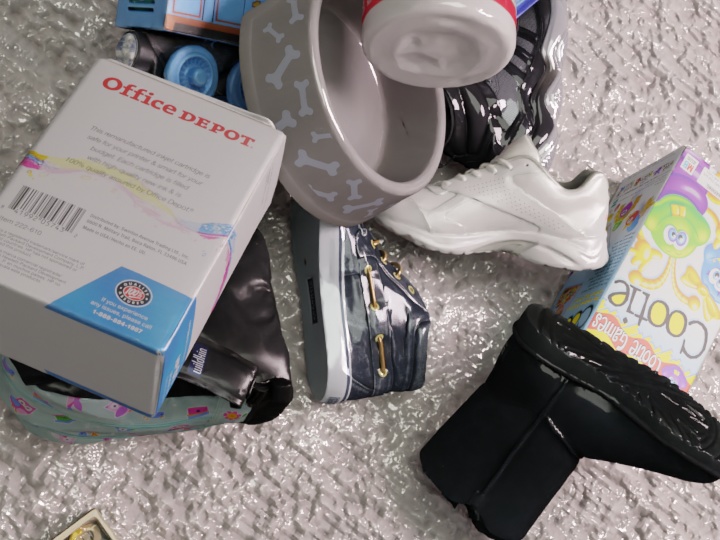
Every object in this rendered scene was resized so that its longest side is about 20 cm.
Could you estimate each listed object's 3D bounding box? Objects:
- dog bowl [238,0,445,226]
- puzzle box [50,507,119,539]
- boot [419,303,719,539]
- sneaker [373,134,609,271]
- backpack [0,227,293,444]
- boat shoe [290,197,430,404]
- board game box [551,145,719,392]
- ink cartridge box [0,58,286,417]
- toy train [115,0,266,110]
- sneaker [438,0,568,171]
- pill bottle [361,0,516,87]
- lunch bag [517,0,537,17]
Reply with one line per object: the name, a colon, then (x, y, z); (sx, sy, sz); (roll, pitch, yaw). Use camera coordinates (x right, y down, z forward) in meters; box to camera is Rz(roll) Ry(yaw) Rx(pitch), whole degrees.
dog bowl: (-0.005, -0.136, 1.005); (0.199, 0.058, 0.202); (25, 59, -50)
puzzle box: (-0.225, 0.278, 0.939); (0.199, 0.025, 0.134); (-37, 92, -24)
boot: (0.161, 0.142, 1.034); (0.199, 0.169, 0.076); (32, 26, 2)
sneaker: (0.104, -0.061, 1.086); (0.197, 0.078, 0.101); (7, 101, -4)
backpack: (-0.160, 0.050, 0.962); (0.198, 0.127, 0.168); (-5, 59, -20)
boat shoe: (0.000, 0.000, 1.066); (0.090, 0.071, 0.203); (-3, 88, -23)
board game box: (0.237, 0.017, 1.124); (0.103, 0.105, 0.201); (36, 69, -9)
ink cartridge box: (-0.153, -0.027, 0.888); (0.143, 0.085, 0.201); (22, 53, 5)
toy train: (-0.094, -0.176, 1.030); (0.199, 0.086, 0.116); (4, 99, -42)
sneaker: (0.108, -0.170, 1.140); (0.113, 0.075, 0.202); (10, 74, -16)
pill bottle: (0.058, -0.244, 0.982); (0.109, 0.111, 0.202); (10, 67, -17)
lunch bag: (0.102, -0.288, 1.145); (0.150, 0.095, 0.200); (35, 53, 24)
